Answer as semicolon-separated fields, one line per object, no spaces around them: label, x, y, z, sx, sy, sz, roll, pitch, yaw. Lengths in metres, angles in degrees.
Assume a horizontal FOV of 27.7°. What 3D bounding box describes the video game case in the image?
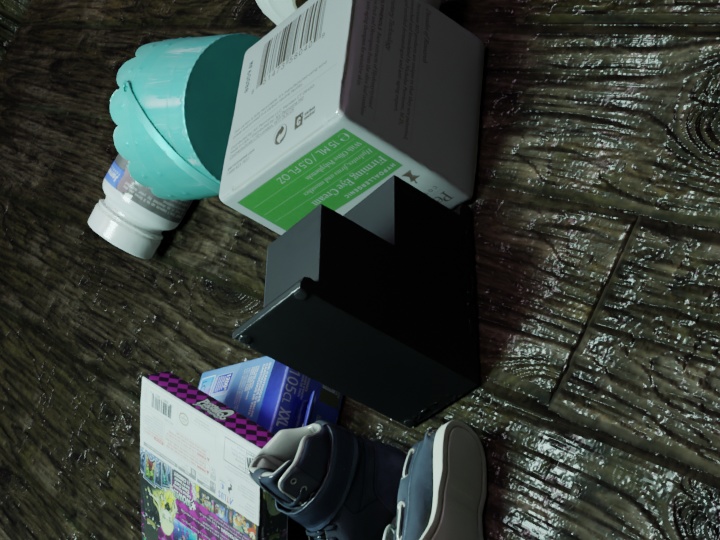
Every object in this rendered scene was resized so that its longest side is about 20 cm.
video game case;-0.137;0.210;1.343;0.199;0.036;0.184;22;116;46

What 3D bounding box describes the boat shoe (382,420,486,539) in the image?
boat shoe;0.053;0.210;1.135;0.062;0.074;0.202;-31;40;39

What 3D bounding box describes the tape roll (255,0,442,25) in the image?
tape roll;-0.013;-0.298;1.532;0.202;0.201;0.072;-6;61;55

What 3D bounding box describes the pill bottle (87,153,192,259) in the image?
pill bottle;-0.258;-0.123;1.862;0.201;0.113;0.114;-58;30;6

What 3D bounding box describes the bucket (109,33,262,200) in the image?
bucket;-0.172;-0.178;1.690;0.134;0.206;0.209;1;66;49

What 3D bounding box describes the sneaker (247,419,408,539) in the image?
sneaker;-0.041;0.225;1.202;0.077;0.145;0.205;1;68;55

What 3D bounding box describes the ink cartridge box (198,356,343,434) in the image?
ink cartridge box;-0.092;0.159;1.407;0.199;0.076;0.138;-17;52;50

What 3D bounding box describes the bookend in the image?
bookend;0.000;0.000;1.267;0.092;0.199;0.201;-36;39;37

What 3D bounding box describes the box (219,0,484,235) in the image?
box;-0.007;-0.147;1.427;0.198;0.170;0.202;-30;43;43
